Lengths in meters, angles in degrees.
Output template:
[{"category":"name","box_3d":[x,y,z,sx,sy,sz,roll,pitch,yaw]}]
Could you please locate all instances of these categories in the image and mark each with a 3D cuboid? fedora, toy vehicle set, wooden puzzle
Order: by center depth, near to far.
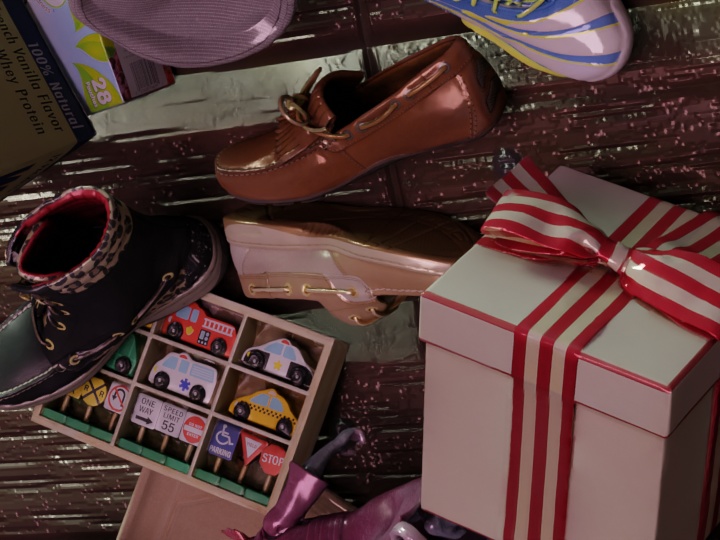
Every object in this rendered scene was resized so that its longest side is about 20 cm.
[{"category":"fedora","box_3d":[-0.115,-0.187,1.616,0.199,0.091,0.177,8,141,-13]},{"category":"toy vehicle set","box_3d":[-0.116,0.076,1.772,0.199,0.026,0.125,19,90,26]},{"category":"wooden puzzle","box_3d":[-0.071,0.206,1.817,0.199,0.037,0.186,30,119,15]}]

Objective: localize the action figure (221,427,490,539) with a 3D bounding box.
[{"category":"action figure","box_3d":[-0.007,0.187,1.661,0.199,0.149,0.135,-8,112,25]}]

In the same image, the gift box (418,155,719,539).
[{"category":"gift box","box_3d":[0.143,0.045,1.542,0.184,0.200,0.187,18,130,22]}]

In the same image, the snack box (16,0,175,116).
[{"category":"snack box","box_3d":[-0.233,-0.192,1.762,0.168,0.068,0.201,-14,99,35]}]

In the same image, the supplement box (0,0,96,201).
[{"category":"supplement box","box_3d":[-0.314,-0.119,1.674,0.134,0.200,0.201,-30,89,37]}]

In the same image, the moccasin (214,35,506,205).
[{"category":"moccasin","box_3d":[-0.010,-0.095,1.641,0.201,0.074,0.078,-15,123,35]}]

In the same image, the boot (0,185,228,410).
[{"category":"boot","box_3d":[-0.201,0.015,1.719,0.203,0.154,0.074,-32,69,15]}]

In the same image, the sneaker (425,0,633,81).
[{"category":"sneaker","box_3d":[0.063,-0.169,1.561,0.200,0.105,0.076,36,121,18]}]

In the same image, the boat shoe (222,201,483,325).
[{"category":"boat shoe","box_3d":[0.000,0.000,1.683,0.199,0.074,0.070,10,114,39]}]
